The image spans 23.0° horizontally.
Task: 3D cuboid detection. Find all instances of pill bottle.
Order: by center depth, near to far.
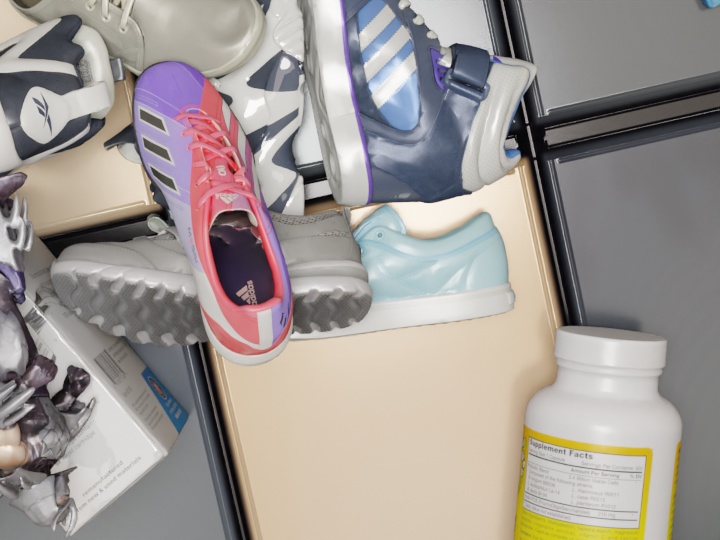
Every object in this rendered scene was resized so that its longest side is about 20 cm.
[{"bbox_3d":[0.155,0.141,1.157,0.103,0.104,0.202,5,94,0],"label":"pill bottle"}]

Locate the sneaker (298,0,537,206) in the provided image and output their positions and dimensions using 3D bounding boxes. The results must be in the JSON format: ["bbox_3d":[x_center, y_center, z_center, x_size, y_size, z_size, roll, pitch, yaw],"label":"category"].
[{"bbox_3d":[0.039,-0.145,1.153,0.145,0.081,0.202,-9,88,-11],"label":"sneaker"}]

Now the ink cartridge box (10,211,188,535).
[{"bbox_3d":[-0.209,0.055,1.129,0.084,0.145,0.200,-40,94,4],"label":"ink cartridge box"}]

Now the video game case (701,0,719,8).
[{"bbox_3d":[0.292,-0.278,1.152,0.199,0.018,0.144,-24,106,2],"label":"video game case"}]

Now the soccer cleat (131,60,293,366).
[{"bbox_3d":[-0.084,-0.046,1.040,0.068,0.073,0.201,-14,70,-14],"label":"soccer cleat"}]

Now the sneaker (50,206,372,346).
[{"bbox_3d":[-0.094,-0.004,1.109,0.198,0.075,0.083,1,57,-8],"label":"sneaker"}]

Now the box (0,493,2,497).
[{"bbox_3d":[-0.276,0.093,1.105,0.040,0.200,0.137,-42,94,-15],"label":"box"}]

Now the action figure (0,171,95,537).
[{"bbox_3d":[-0.193,0.053,0.996,0.069,0.130,0.201,-16,82,-6],"label":"action figure"}]

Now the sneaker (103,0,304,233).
[{"bbox_3d":[-0.103,-0.112,1.147,0.128,0.080,0.201,-2,105,-8],"label":"sneaker"}]

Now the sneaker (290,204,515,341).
[{"bbox_3d":[0.000,0.000,1.166,0.198,0.074,0.083,-7,90,-9],"label":"sneaker"}]

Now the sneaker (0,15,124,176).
[{"bbox_3d":[-0.216,-0.109,1.104,0.129,0.199,0.080,-19,103,-20],"label":"sneaker"}]

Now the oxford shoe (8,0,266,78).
[{"bbox_3d":[-0.152,-0.170,1.117,0.199,0.058,0.076,20,80,23],"label":"oxford shoe"}]
